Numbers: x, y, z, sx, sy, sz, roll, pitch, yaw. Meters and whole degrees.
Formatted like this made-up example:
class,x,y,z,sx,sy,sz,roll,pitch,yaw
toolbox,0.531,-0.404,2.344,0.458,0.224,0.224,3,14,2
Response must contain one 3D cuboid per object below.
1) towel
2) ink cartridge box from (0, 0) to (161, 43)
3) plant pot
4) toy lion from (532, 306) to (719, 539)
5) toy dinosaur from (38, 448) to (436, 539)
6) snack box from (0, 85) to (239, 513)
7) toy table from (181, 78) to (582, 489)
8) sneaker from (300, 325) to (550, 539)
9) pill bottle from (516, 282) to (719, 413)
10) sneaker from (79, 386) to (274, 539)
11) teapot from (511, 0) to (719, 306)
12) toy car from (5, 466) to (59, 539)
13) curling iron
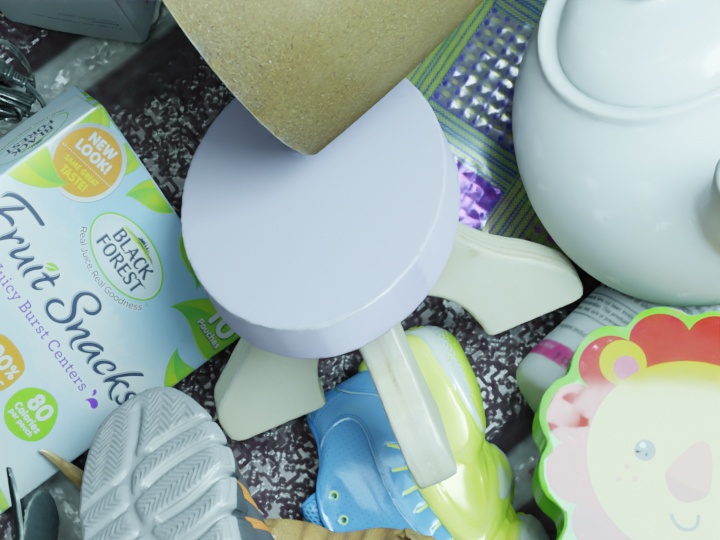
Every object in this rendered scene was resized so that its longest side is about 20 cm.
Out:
class,x,y,z,sx,sy,sz,roll,pitch,yaw
towel,0.048,-0.095,1.085,0.200,0.023,0.144,33,80,4
ink cartridge box,-0.147,-0.212,1.009,0.085,0.200,0.145,9,79,10
plant pot,0.010,-0.182,0.902,0.200,0.186,0.186,-33,82,12
toy lion,0.158,0.120,0.914,0.200,0.069,0.192,32,72,8
toy dinosaur,-0.053,0.143,1.008,0.200,0.060,0.106,5,97,16
snack box,-0.174,0.028,1.008,0.200,0.053,0.142,-37,117,-8
toy table,0.000,0.000,0.974,0.184,0.117,0.200,-16,37,15
sneaker,0.034,0.133,1.025,0.105,0.076,0.200,-24,74,6
pill bottle,0.182,0.020,1.021,0.113,0.113,0.200,45,81,6
sneaker,-0.057,0.148,0.940,0.078,0.112,0.200,-32,50,6
teapot,0.148,-0.094,0.950,0.200,0.146,0.197,15,63,37
toy car,-0.125,0.190,0.959,0.158,0.164,0.200,-15,76,-4
curling iron,-0.252,-0.090,1.011,0.200,0.050,0.026,1,48,-1
